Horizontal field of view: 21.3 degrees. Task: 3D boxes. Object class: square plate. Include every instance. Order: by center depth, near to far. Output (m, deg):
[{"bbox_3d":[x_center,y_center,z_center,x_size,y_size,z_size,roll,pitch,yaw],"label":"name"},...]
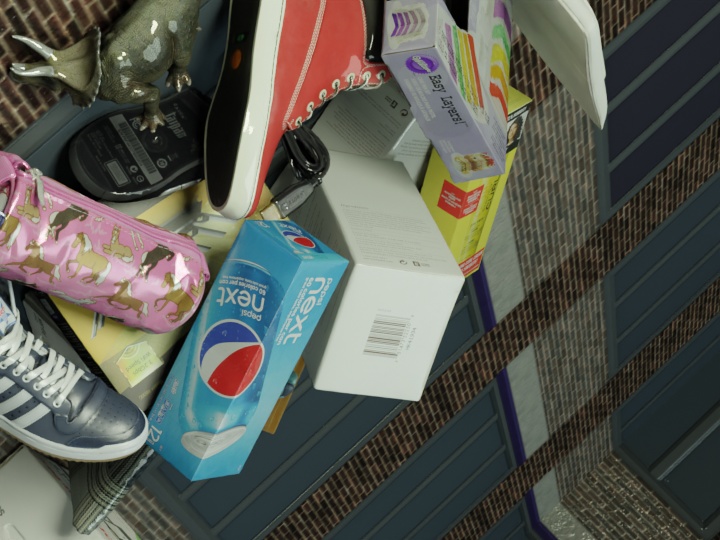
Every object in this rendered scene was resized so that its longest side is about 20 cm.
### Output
[{"bbox_3d":[0.149,-0.234,1.608,0.028,0.200,0.198,-34,159,-1],"label":"square plate"}]

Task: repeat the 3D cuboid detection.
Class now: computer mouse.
[{"bbox_3d":[-0.123,-0.079,1.485,0.200,0.141,0.046,-32,169,-31],"label":"computer mouse"}]

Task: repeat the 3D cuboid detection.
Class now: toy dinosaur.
[{"bbox_3d":[-0.148,-0.164,1.358,0.200,0.077,0.102,-37,165,-14],"label":"toy dinosaur"}]

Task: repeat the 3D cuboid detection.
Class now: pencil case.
[{"bbox_3d":[-0.207,-0.018,1.408,0.200,0.086,0.083,26,75,-40],"label":"pencil case"}]

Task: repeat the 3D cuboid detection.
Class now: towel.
[{"bbox_3d":[-0.200,0.130,1.739,0.193,0.035,0.200,-51,-166,7],"label":"towel"}]

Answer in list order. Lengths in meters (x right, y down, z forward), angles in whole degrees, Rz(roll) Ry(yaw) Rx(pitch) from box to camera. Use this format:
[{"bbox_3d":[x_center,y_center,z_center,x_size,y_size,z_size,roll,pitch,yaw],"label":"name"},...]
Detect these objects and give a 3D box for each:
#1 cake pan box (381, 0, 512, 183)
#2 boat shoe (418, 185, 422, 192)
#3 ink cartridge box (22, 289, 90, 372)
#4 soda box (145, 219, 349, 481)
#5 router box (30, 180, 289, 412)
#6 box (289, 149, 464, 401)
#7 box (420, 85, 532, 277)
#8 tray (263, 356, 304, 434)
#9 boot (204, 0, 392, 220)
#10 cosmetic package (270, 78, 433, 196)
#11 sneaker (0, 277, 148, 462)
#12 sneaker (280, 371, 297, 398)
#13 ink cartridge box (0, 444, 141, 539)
[{"bbox_3d":[0.071,-0.199,1.529,0.052,0.185,0.200,-8,148,19],"label":"cake pan box"},{"bbox_3d":[0.055,-0.095,1.821,0.060,0.072,0.202,6,110,-44],"label":"boat shoe"},{"bbox_3d":[-0.176,0.021,1.633,0.200,0.083,0.147,-39,159,-18],"label":"ink cartridge box"},{"bbox_3d":[-0.091,0.062,1.473,0.068,0.064,0.200,-1,122,-59],"label":"soda box"},{"bbox_3d":[-0.153,-0.004,1.529,0.200,0.157,0.052,-39,-168,-18],"label":"router box"},{"bbox_3d":[0.000,0.000,1.615,0.097,0.200,0.125,8,120,-20],"label":"box"},{"bbox_3d":[0.095,-0.076,1.756,0.075,0.050,0.200,-30,147,-44],"label":"box"},{"bbox_3d":[-0.099,0.070,1.846,0.037,0.098,0.200,-74,-174,-48],"label":"tray"},{"bbox_3d":[-0.038,-0.127,1.457,0.144,0.072,0.201,14,86,-31],"label":"boot"},{"bbox_3d":[-0.002,-0.090,1.753,0.200,0.085,0.108,-52,159,19],"label":"cosmetic package"},{"bbox_3d":[-0.251,0.069,1.448,0.070,0.199,0.109,-61,169,-48],"label":"sneaker"},{"bbox_3d":[-0.107,0.102,1.763,0.200,0.086,0.078,-50,-165,17],"label":"sneaker"},{"bbox_3d":[-0.271,0.261,1.812,0.084,0.146,0.200,-44,160,-4],"label":"ink cartridge box"}]
